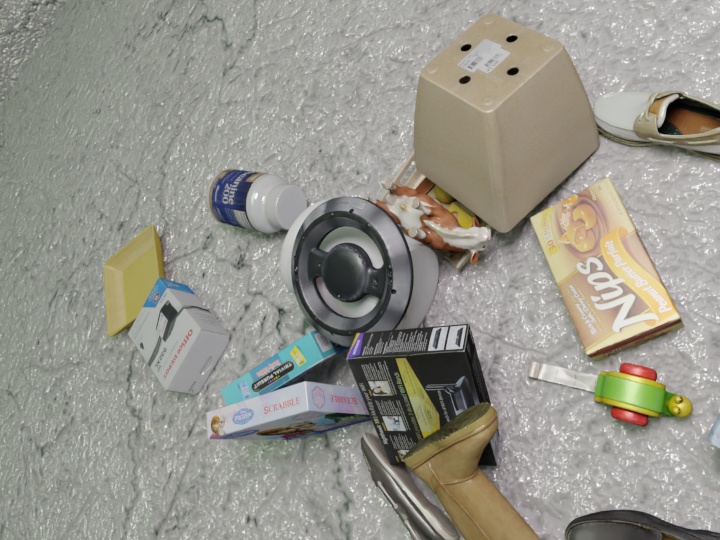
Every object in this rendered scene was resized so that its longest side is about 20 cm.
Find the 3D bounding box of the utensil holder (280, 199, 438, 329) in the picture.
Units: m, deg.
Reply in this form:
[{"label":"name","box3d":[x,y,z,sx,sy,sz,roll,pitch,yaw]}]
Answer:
[{"label":"utensil holder","box3d":[0.000,0.000,0.894,0.198,0.169,0.173,26,91,36]}]

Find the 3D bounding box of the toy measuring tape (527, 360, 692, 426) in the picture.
[{"label":"toy measuring tape","box3d":[0.292,0.140,0.697,0.197,0.073,0.075,11,82,37]}]

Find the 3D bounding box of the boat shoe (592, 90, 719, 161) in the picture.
[{"label":"boat shoe","box3d":[0.388,-0.198,0.730,0.198,0.068,0.076,25,90,39]}]

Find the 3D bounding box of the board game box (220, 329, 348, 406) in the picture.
[{"label":"board game box","box3d":[-0.108,0.153,0.932,0.198,0.150,0.048,-34,81,24]}]

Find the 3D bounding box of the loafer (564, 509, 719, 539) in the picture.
[{"label":"loafer","box3d":[0.318,0.306,0.625,0.196,0.072,0.075,-10,71,34]}]

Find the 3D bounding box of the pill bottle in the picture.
[{"label":"pill bottle","box3d":[-0.201,-0.134,1.116,0.197,0.110,0.114,13,84,38]}]

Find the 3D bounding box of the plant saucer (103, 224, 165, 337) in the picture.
[{"label":"plant saucer","box3d":[-0.519,0.029,1.340,0.198,0.048,0.204,-31,60,25]}]

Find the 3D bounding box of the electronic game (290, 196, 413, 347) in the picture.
[{"label":"electronic game","box3d":[-0.016,0.003,0.778,0.196,0.041,0.205,5,99,32]}]

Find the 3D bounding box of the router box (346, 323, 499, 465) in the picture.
[{"label":"router box","box3d":[0.087,0.169,0.752,0.154,0.203,0.053,-7,31,23]}]

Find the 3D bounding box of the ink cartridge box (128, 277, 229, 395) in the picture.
[{"label":"ink cartridge box","box3d":[-0.377,0.133,1.180,0.199,0.083,0.147,38,98,37]}]

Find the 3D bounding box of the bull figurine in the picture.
[{"label":"bull figurine","box3d":[0.094,-0.075,0.826,0.199,0.120,0.066,33,100,45]}]

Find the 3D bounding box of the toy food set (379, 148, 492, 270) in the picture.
[{"label":"toy food set","box3d":[0.131,-0.113,0.898,0.145,0.060,0.200,-54,53,10]}]

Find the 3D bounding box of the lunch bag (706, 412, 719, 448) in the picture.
[{"label":"lunch bag","box3d":[0.464,0.145,0.536,0.198,0.126,0.172,29,95,28]}]

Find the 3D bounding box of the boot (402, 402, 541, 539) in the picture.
[{"label":"boot","box3d":[0.161,0.271,0.686,0.201,0.066,0.176,50,139,8]}]

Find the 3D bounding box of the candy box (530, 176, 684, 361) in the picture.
[{"label":"candy box","box3d":[0.310,-0.002,0.736,0.114,0.055,0.204,-28,62,26]}]

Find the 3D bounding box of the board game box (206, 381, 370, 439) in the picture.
[{"label":"board game box","box3d":[-0.094,0.220,0.874,0.197,0.198,0.042,-23,64,29]}]

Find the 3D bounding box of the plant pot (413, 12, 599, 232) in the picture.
[{"label":"plant pot","box3d":[0.186,-0.216,0.779,0.199,0.178,0.200,-41,54,-7]}]

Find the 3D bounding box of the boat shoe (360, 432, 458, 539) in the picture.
[{"label":"boat shoe","box3d":[0.053,0.321,0.818,0.057,0.067,0.200,-50,57,6]}]
